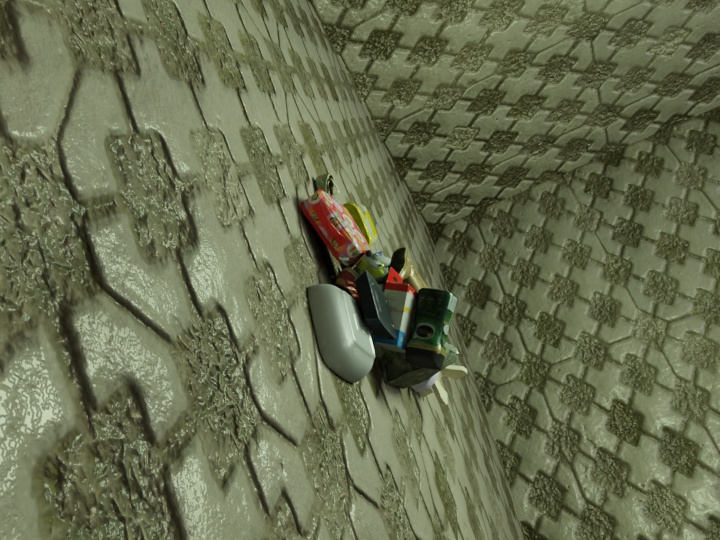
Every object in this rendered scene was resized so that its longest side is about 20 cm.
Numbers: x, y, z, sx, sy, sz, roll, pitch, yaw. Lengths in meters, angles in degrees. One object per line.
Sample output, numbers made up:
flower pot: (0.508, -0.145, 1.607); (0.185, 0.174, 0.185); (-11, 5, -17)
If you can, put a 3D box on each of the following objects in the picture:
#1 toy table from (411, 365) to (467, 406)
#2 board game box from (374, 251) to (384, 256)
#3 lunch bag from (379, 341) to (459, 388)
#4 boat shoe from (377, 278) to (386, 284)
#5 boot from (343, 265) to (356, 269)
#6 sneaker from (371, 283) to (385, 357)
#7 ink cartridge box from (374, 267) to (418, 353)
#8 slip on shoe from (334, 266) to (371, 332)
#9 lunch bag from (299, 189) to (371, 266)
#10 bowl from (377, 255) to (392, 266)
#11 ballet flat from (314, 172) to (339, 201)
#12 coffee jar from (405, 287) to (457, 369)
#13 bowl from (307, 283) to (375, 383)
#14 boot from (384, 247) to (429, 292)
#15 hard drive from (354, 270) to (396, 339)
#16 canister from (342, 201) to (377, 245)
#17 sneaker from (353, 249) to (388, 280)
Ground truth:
toy table: (0.229, 0.327, 1.958); (0.117, 0.183, 0.201); (44, 40, -22)
board game box: (0.087, 0.035, 2.125); (0.135, 0.034, 0.202); (-20, 88, -78)
lunch bag: (0.165, 0.240, 1.730); (0.164, 0.198, 0.119); (38, 32, -64)
boat shoe: (0.060, 0.032, 1.812); (0.201, 0.074, 0.060); (55, -20, 7)
boot: (0.000, 0.000, 1.742); (0.147, 0.070, 0.201); (55, 27, -37)
sneaker: (0.031, 0.131, 1.663); (0.074, 0.081, 0.203); (-21, 113, -63)
ink cartridge box: (0.102, 0.105, 1.630); (0.116, 0.067, 0.202); (39, 60, -64)
slip on shoe: (-0.015, 0.085, 1.572); (0.061, 0.074, 0.201); (-43, 130, -30)
lunch bag: (-0.062, -0.106, 1.562); (0.201, 0.082, 0.176); (55, 10, 7)
bowl: (0.102, 0.020, 1.939); (0.201, 0.090, 0.201); (46, 3, -3)
ballet flat: (-0.086, -0.197, 1.738); (0.067, 0.062, 0.202); (49, 23, -54)
coffee jar: (0.181, 0.152, 1.612); (0.085, 0.103, 0.202); (42, 59, -58)
bowl: (-0.033, 0.132, 1.373); (0.200, 0.074, 0.202); (47, 26, -57)
boot: (0.153, 0.052, 1.824); (0.201, 0.066, 0.176); (58, 32, -21)
hard drive: (0.036, 0.089, 1.481); (0.200, 0.042, 0.136); (52, 22, -66)
canister: (-0.013, -0.129, 1.879); (0.200, 0.086, 0.150); (-36, 103, -79)
sneaker: (0.018, 0.007, 1.560); (0.075, 0.076, 0.200); (45, -10, 8)
